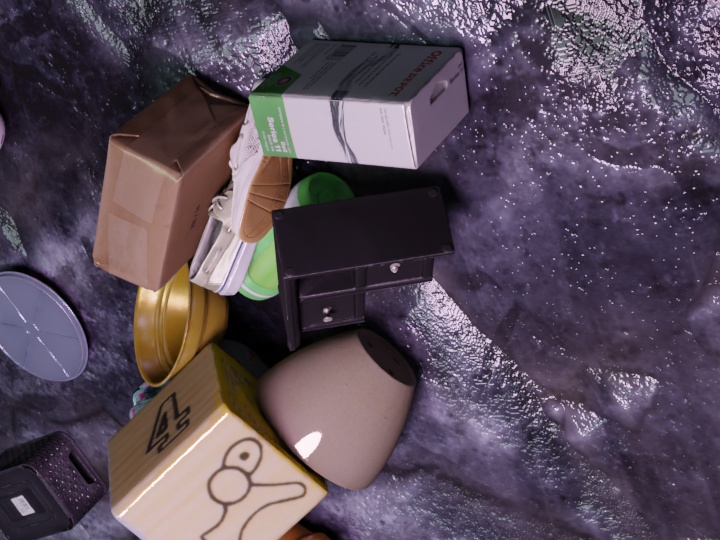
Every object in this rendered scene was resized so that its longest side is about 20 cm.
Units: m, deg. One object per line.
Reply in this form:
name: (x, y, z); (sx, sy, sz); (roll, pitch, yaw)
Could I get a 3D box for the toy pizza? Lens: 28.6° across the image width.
toy pizza: (-0.493, 0.082, 2.156); (0.200, 0.032, 0.200); (17, 130, 22)

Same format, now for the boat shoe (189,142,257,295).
boat shoe: (-0.156, -0.067, 1.746); (0.072, 0.062, 0.200); (22, 97, 59)

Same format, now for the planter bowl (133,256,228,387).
planter bowl: (-0.233, 0.060, 1.907); (0.200, 0.083, 0.201); (-20, 66, 57)

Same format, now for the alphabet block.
alphabet block: (-0.186, 0.250, 1.796); (0.200, 0.196, 0.195); (-43, 116, 7)

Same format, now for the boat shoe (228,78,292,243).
boat shoe: (-0.124, -0.133, 1.695); (0.069, 0.071, 0.200); (15, 88, 35)

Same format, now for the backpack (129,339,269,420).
backpack: (-0.209, 0.197, 1.973); (0.200, 0.153, 0.176); (-27, 101, 33)

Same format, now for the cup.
cup: (-0.013, 0.159, 1.808); (0.200, 0.200, 0.143); (43, 107, -1)

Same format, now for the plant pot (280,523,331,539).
plant pot: (-0.150, 0.429, 2.084); (0.183, 0.200, 0.200); (44, 136, 21)

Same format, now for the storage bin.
storage bin: (-0.536, 0.363, 2.339); (0.200, 0.094, 0.135); (-21, 108, 42)

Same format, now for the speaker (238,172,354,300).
speaker: (-0.087, -0.041, 1.768); (0.088, 0.088, 0.200); (46, 134, -3)

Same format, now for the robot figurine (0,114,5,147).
robot figurine: (-0.583, -0.220, 1.936); (0.200, 0.125, 0.150); (44, 134, -1)

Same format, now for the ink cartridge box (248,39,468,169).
ink cartridge box: (0.002, -0.187, 1.564); (0.200, 0.147, 0.083); (8, 126, 30)

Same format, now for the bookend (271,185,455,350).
bookend: (0.000, 0.000, 1.688); (0.198, 0.092, 0.200); (-9, 153, -6)

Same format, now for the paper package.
paper package: (-0.231, -0.109, 1.740); (0.103, 0.191, 0.200); (27, 133, 11)
